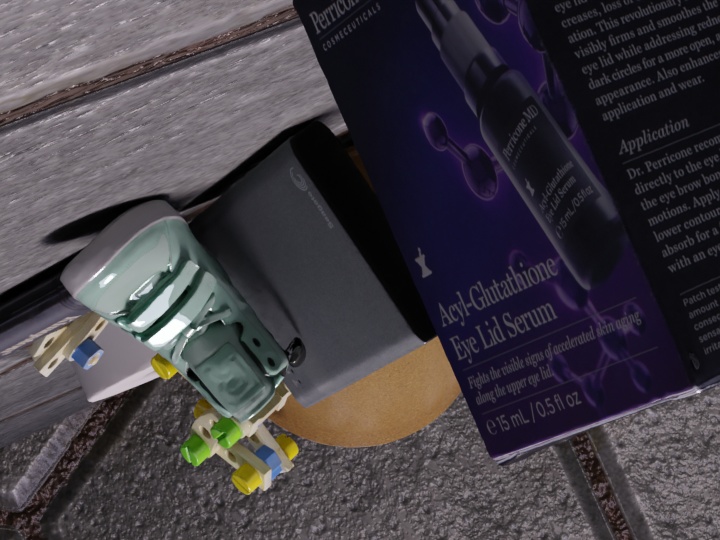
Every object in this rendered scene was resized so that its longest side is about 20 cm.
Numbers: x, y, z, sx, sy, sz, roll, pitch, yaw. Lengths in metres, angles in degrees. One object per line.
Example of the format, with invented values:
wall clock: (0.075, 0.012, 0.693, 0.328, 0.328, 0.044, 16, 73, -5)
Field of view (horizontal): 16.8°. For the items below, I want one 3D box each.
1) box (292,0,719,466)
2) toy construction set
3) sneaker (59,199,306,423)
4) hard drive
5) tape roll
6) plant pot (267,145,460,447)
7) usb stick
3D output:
box: (0.081, -0.049, 0.887, 0.104, 0.201, 0.148, -22, 176, -29)
toy construction set: (-0.122, 0.059, 1.605, 0.092, 0.199, 0.131, -58, 174, -29)
sneaker: (-0.097, 0.029, 1.428, 0.074, 0.118, 0.200, -42, 164, 7)
hard drive: (-0.028, 0.000, 1.460, 0.033, 0.140, 0.200, -34, 180, -26)
tape roll: (-0.134, 0.030, 1.886, 0.202, 0.071, 0.202, -25, 178, -1)
plant pot: (0.000, 0.000, 1.611, 0.186, 0.187, 0.200, -24, 163, -12)
usb stick: (-0.204, 0.025, 1.559, 0.199, 0.033, 0.055, -26, 178, 34)
